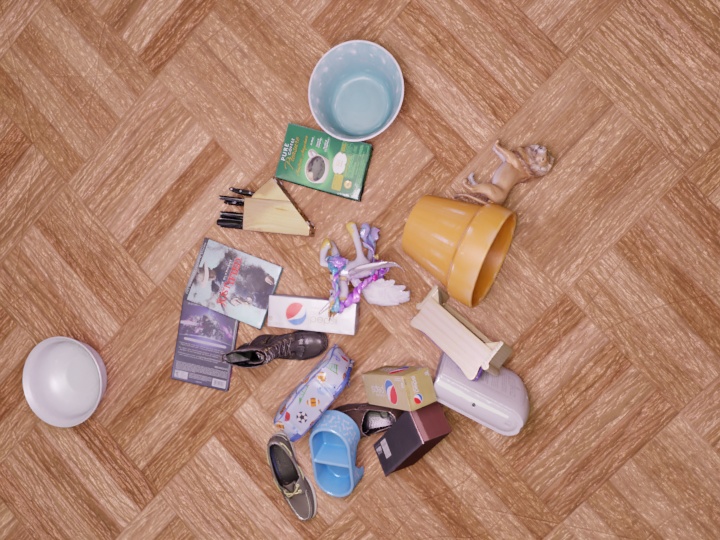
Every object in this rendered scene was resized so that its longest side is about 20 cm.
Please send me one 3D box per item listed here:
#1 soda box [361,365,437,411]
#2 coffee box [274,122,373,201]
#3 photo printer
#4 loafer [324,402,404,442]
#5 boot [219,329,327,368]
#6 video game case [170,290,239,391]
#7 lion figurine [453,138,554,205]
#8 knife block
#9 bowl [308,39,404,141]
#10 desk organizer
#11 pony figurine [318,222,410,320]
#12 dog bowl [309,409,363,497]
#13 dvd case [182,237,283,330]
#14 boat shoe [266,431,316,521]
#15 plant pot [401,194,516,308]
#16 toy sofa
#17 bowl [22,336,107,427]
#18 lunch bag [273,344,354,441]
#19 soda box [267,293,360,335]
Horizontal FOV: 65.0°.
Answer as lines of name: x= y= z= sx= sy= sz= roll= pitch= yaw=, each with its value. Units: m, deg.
soda box: x=0.073 y=0.234 z=1.141 sx=0.063 sy=0.199 sz=0.070 roll=-15 pitch=88 yaw=-25
coffee box: x=-0.079 y=-0.235 z=1.229 sx=0.194 sy=0.044 sz=0.127 roll=15 pitch=93 yaw=7
photo printer: x=0.245 y=0.237 z=1.135 sx=0.196 sy=0.167 sz=0.071 roll=26 pitch=113 yaw=6
loafer: x=-0.003 y=0.324 z=1.219 sx=0.195 sy=0.071 sz=0.075 roll=-20 pitch=89 yaw=9
boot: x=-0.176 y=0.172 z=1.189 sx=0.194 sy=0.174 sz=0.071 roll=-7 pitch=91 yaw=9
video game case: x=-0.353 y=0.161 z=1.294 sx=0.139 sy=0.019 sz=0.206 roll=10 pitch=92 yaw=8
lion figurine: x=0.294 y=-0.188 z=1.153 sx=0.122 sy=0.072 sz=0.201 roll=41 pitch=89 yaw=6
knife block: x=-0.219 y=-0.108 z=1.244 sx=0.175 sy=0.064 sz=0.201 roll=-40 pitch=86 yaw=8
bowl: x=-0.004 y=-0.359 z=1.181 sx=0.194 sy=0.105 sz=0.207 roll=0 pitch=88 yaw=7
desk organizer: x=0.104 y=0.347 z=1.163 sx=0.075 sy=0.202 sz=0.073 roll=-9 pitch=58 yaw=-29
pony figurine: x=0.000 y=0.000 z=1.166 sx=0.187 sy=0.168 sz=0.204 roll=-11 pitch=55 yaw=8
dog bowl: x=-0.055 y=0.395 z=1.201 sx=0.108 sy=0.050 sz=0.205 roll=3 pitch=115 yaw=18
dvd case: x=-0.286 y=0.028 z=1.269 sx=0.195 sy=0.022 sz=0.150 roll=21 pitch=86 yaw=9
boat shoe: x=-0.156 y=0.463 z=1.251 sx=0.071 sy=0.060 sz=0.206 roll=-23 pitch=88 yaw=8
plant pot: x=0.187 y=-0.057 z=1.132 sx=0.180 sy=0.199 sz=0.205 roll=26 pitch=95 yaw=22
toy sofa: x=0.199 y=0.131 z=1.139 sx=0.199 sy=0.082 sz=0.098 roll=41 pitch=95 yaw=33
bowl: x=-0.664 y=0.249 z=1.307 sx=0.195 sy=0.090 sz=0.208 roll=0 pitch=91 yaw=8
lunch bag: x=-0.092 y=0.251 z=1.190 sx=0.075 sy=0.160 sz=0.200 roll=43 pitch=100 yaw=-2
soda box: x=-0.101 y=0.094 z=1.232 sx=0.194 sy=0.064 sz=0.070 roll=5 pitch=92 yaw=9
